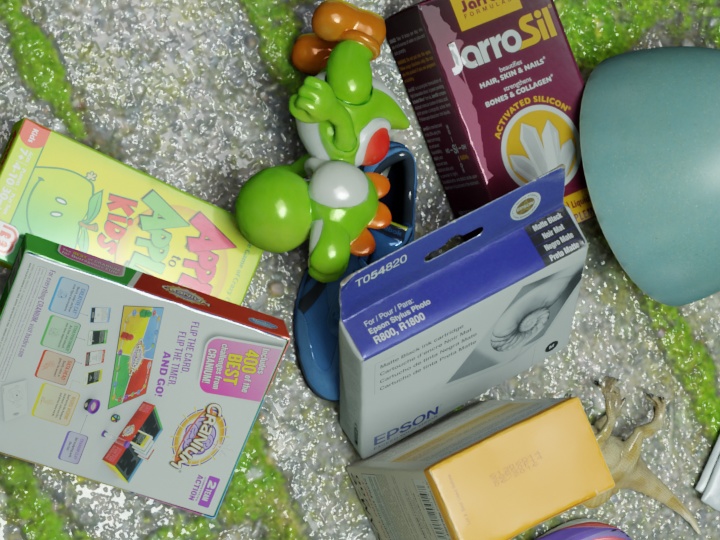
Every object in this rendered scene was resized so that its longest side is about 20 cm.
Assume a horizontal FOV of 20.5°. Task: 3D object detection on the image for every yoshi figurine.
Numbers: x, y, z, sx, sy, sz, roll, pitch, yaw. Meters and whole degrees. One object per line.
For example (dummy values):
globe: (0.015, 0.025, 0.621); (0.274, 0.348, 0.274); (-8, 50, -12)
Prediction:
yoshi figurine: (-0.040, -0.092, 1.450); (0.112, 0.112, 0.201); (34, 54, -51)

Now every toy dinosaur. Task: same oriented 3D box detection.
toy dinosaur: (0.201, 0.142, 1.575); (0.200, 0.058, 0.102); (24, 80, -41)

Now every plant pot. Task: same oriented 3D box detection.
plant pot: (0.276, -0.086, 1.512); (0.200, 0.134, 0.201); (26, 56, -47)

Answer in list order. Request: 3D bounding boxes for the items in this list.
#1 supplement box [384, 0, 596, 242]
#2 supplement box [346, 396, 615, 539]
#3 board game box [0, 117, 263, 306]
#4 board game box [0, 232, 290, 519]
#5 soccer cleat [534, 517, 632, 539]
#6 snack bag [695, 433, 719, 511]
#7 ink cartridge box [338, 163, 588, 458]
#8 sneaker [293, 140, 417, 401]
supplement box: (0.110, -0.123, 1.531); (0.110, 0.086, 0.201); (-23, 96, -18)
supplement box: (0.083, 0.150, 1.454); (0.126, 0.200, 0.074); (-24, 93, -17)
board game box: (-0.177, -0.022, 1.452); (0.199, 0.048, 0.102); (25, 81, -16)
board game box: (-0.170, 0.078, 1.423); (0.199, 0.040, 0.154); (20, 105, -15)
soccer cleat: (0.123, 0.246, 1.531); (0.199, 0.073, 0.069); (-22, 95, -18)
snack bag: (0.391, 0.143, 1.653); (0.199, 0.021, 0.189); (27, 81, -19)
ink cartridge box: (0.075, 0.034, 1.466); (0.199, 0.200, 0.041); (-28, 59, -17)
sneaker: (0.000, 0.000, 1.496); (0.066, 0.078, 0.201); (15, 85, -20)
